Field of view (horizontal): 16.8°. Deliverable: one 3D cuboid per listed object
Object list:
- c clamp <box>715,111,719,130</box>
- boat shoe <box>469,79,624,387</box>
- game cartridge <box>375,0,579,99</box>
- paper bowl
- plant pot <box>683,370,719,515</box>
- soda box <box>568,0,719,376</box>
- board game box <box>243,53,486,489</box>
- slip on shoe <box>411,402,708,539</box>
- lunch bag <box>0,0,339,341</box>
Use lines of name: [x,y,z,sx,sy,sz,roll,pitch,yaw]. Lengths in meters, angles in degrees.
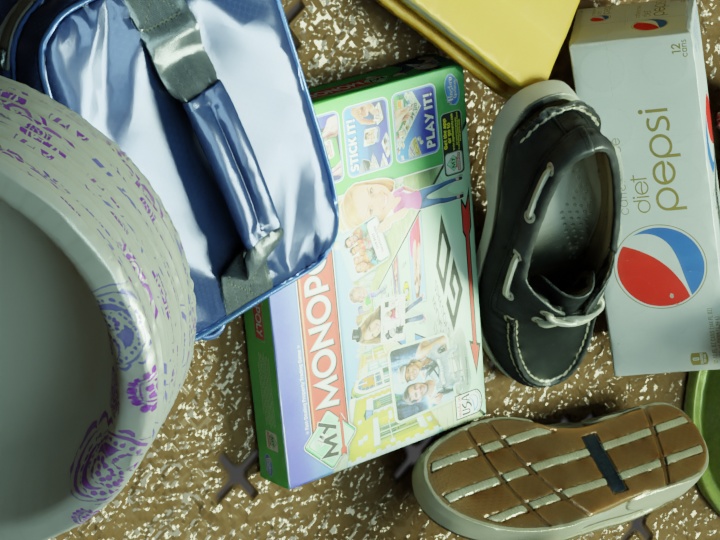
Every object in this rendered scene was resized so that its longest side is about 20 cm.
c clamp: [0.216,-0.014,1.355,0.171,0.027,0.200,39,49,-72]
boat shoe: [0.105,-0.006,1.297,0.074,0.060,0.200,-16,133,-22]
game cartridge: [0.064,-0.214,1.243,0.176,0.032,0.200,34,71,-38]
paper bowl: [-0.165,0.009,1.020,0.104,0.201,0.201,-61,142,-57]
plant pot: [0.327,0.089,1.447,0.200,0.184,0.200,-12,111,-35]
soda box: [0.161,-0.044,1.343,0.064,0.068,0.200,-68,151,-64]
board game box: [0.000,0.000,1.272,0.135,0.029,0.200,-19,114,-33]
slip on shoe: [0.105,0.118,1.363,0.200,0.061,0.076,-11,66,-39]
lunch bag: [-0.099,-0.058,1.113,0.136,0.132,0.200,-33,120,-26]
